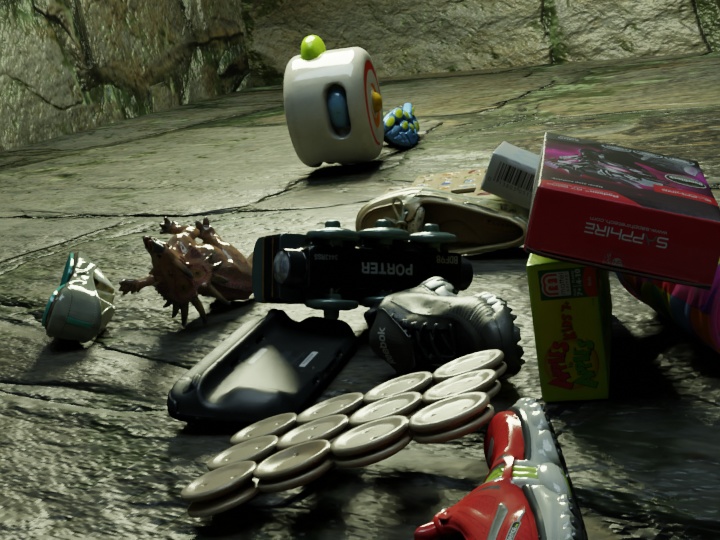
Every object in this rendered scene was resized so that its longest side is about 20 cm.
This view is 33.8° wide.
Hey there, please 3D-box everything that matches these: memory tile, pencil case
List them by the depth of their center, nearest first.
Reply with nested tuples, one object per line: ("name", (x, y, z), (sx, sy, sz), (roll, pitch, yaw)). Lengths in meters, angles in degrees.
("memory tile", (-0.006, 0.100, 0.747), (0.200, 0.017, 0.153), (-18, 6, 13))
("pencil case", (0.261, 0.006, 0.903), (0.088, 0.089, 0.200), (-10, 17, -7))

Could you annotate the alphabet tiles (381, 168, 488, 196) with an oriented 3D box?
("alphabet tiles", (0.113, -0.113, 1.619), (0.167, 0.008, 0.200), (-5, 14, 13))

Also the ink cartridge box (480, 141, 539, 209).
("ink cartridge box", (0.228, -0.099, 1.288), (0.160, 0.047, 0.200), (22, 23, 9))

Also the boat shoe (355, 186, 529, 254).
("boat shoe", (0.086, -0.050, 1.256), (0.200, 0.073, 0.063), (-3, 13, 18))

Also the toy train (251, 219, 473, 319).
("toy train", (0.000, 0.000, 1.047), (0.200, 0.085, 0.114), (1, -2, -34))

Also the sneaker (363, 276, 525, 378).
("sneaker", (0.056, 0.051, 0.907), (0.090, 0.067, 0.200), (-15, 12, -14))

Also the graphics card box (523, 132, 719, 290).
("graphics card box", (0.185, -0.048, 0.847), (0.125, 0.051, 0.200), (12, 18, 7))

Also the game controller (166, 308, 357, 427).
("game controller", (-0.073, 0.078, 0.945), (0.104, 0.042, 0.200), (11, 20, 14))

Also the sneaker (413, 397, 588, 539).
("sneaker", (0.068, 0.124, 0.600), (0.085, 0.077, 0.200), (-16, 11, 7))

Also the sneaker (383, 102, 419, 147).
("sneaker", (0.055, -0.247, 2.074), (0.083, 0.071, 0.200), (-20, 11, 12))

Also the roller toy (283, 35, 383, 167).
("roller toy", (-0.033, -0.259, 1.893), (0.140, 0.200, 0.183), (-6, 57, 12))

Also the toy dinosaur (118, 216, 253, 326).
("toy dinosaur", (-0.151, 0.003, 1.191), (0.200, 0.086, 0.135), (1, 16, -42))

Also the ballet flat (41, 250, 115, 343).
("ballet flat", (-0.283, 0.031, 1.213), (0.064, 0.067, 0.200), (17, 11, -12))

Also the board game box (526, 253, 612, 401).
("board game box", (0.162, 0.015, 0.901), (0.048, 0.102, 0.200), (-6, 15, 14))
